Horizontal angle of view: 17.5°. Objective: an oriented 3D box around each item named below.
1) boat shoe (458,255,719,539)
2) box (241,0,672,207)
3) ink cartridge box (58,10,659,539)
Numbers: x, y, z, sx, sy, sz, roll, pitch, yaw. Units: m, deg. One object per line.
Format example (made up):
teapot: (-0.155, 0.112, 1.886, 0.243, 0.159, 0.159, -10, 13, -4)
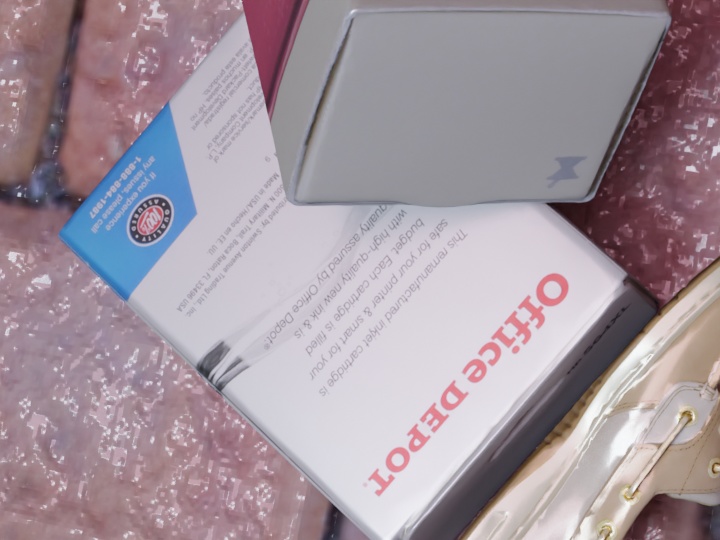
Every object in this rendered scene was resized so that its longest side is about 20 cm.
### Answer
boat shoe: (0.117, 0.070, 0.932, 0.069, 0.074, 0.200, 41, 96, 7)
box: (0.023, -0.134, 0.910, 0.128, 0.109, 0.200, -2, 52, -18)
ink cartridge box: (0.000, 0.000, 0.967, 0.200, 0.084, 0.146, 43, 95, 18)
